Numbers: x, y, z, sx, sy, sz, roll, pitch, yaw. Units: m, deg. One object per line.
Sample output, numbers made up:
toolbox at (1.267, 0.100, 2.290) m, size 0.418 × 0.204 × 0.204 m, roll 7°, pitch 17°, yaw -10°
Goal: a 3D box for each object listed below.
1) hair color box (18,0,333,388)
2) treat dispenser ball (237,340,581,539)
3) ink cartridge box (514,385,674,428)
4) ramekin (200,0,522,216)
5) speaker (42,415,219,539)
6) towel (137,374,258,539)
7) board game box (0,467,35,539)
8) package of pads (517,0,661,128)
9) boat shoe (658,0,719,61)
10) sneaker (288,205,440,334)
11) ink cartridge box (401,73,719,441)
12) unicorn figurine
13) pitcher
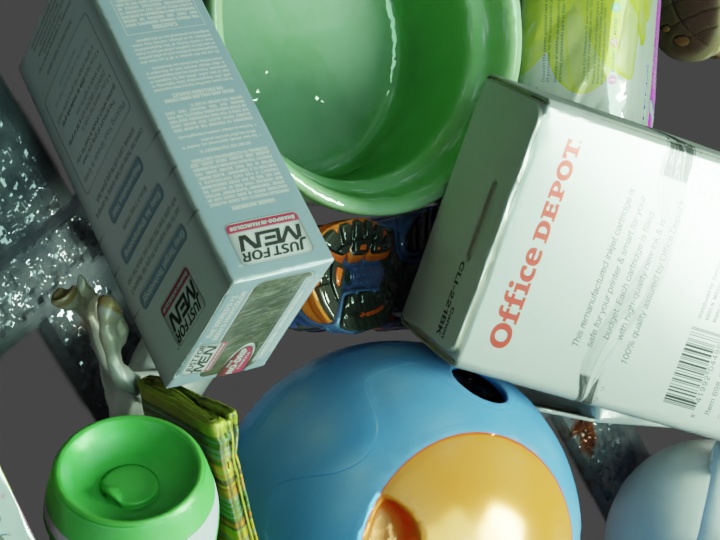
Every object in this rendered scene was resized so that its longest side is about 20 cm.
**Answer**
hair color box at (-0.095, -0.055, 1.074) m, size 0.060 × 0.099 × 0.201 m, roll -12°, pitch 64°, yaw -32°
treat dispenser ball at (0.018, 0.139, 1.161) m, size 0.200 × 0.200 × 0.202 m, roll -3°, pitch 95°, yaw -34°
ink cartridge box at (0.153, 0.055, 1.298) m, size 0.199 × 0.116 × 0.068 m, roll 7°, pitch 90°, yaw -35°
ramekin at (-0.019, -0.128, 1.171) m, size 0.199 × 0.097 × 0.202 m, roll 1°, pitch 88°, yaw -35°
speaker at (-0.110, 0.167, 1.071) m, size 0.088 × 0.088 × 0.201 m, roll -27°, pitch 139°, yaw -30°
towel at (-0.067, 0.151, 1.092) m, size 0.018 × 0.086 × 0.201 m, roll -22°, pitch 113°, yaw -25°
board game box at (-0.220, 0.083, 1.026) m, size 0.064 × 0.147 × 0.201 m, roll -30°, pitch 110°, yaw -20°
package of pads at (0.136, -0.163, 1.255) m, size 0.154 × 0.068 × 0.202 m, roll -5°, pitch 98°, yaw -76°
boat shoe at (0.223, -0.232, 1.351) m, size 0.067 × 0.072 × 0.202 m, roll -7°, pitch 104°, yaw -44°
sneaker at (0.000, 0.000, 1.206) m, size 0.200 × 0.078 × 0.076 m, roll 7°, pitch 83°, yaw -59°
ink cartridge box at (0.140, -0.004, 1.157) m, size 0.199 × 0.084 × 0.145 m, roll 16°, pitch 98°, yaw -25°
unicorn figurine at (-0.110, 0.051, 1.142) m, size 0.200 × 0.074 × 0.138 m, roll -46°, pitch 126°, yaw -29°
pitcher at (0.207, 0.156, 1.286) m, size 0.120 × 0.200 × 0.173 m, roll 15°, pitch 110°, yaw 7°
